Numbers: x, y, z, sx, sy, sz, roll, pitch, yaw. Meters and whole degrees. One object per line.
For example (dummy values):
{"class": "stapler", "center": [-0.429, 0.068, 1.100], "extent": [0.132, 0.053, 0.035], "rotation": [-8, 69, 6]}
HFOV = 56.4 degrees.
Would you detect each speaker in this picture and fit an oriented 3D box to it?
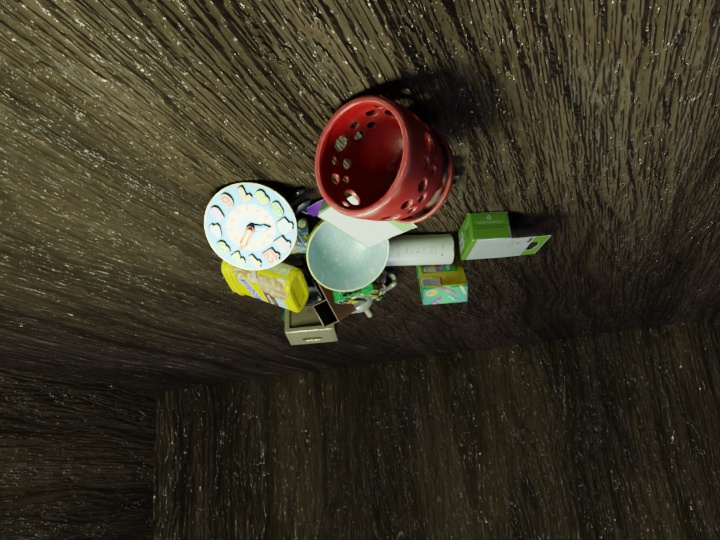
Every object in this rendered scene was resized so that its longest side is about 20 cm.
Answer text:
{"class": "speaker", "center": [0.140, -0.053, 1.753], "extent": [0.199, 0.082, 0.081], "rotation": [-2, 163, -9]}

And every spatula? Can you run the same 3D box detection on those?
{"class": "spatula", "center": [-0.154, -0.133, 1.530], "extent": [0.199, 0.021, 0.057], "rotation": [-9, 161, 16]}

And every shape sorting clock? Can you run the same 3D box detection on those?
{"class": "shape sorting clock", "center": [-0.233, -0.091, 1.423], "extent": [0.199, 0.039, 0.201], "rotation": [0, 119, 0]}

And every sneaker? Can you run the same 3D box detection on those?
{"class": "sneaker", "center": [0.028, 0.024, 1.990], "extent": [0.199, 0.082, 0.088], "rotation": [0, 163, -41]}

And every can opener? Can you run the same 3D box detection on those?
{"class": "can opener", "center": [-0.187, -0.114, 1.470], "extent": [0.200, 0.063, 0.079], "rotation": [-41, 177, 29]}

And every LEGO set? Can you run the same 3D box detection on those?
{"class": "LEGO set", "center": [0.000, 0.000, 1.723], "extent": [0.153, 0.201, 0.116], "rotation": [-31, 159, 29]}

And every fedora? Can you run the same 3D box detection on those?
{"class": "fedora", "center": [-0.145, 0.040, 1.961], "extent": [0.199, 0.092, 0.201], "rotation": [-6, 165, -2]}

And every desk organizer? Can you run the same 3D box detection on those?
{"class": "desk organizer", "center": [-0.099, 0.043, 1.781], "extent": [0.072, 0.201, 0.077], "rotation": [-26, -177, 44]}

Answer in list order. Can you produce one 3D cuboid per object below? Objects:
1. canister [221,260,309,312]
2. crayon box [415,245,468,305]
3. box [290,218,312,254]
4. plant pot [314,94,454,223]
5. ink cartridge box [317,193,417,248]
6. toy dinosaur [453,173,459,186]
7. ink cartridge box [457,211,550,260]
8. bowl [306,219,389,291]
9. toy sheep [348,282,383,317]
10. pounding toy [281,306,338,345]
{"class": "canister", "center": [-0.243, 0.025, 1.738], "extent": [0.199, 0.087, 0.149], "rotation": [17, 151, 21]}
{"class": "crayon box", "center": [0.214, 0.010, 1.799], "extent": [0.118, 0.200, 0.059], "rotation": [-4, 122, 1]}
{"class": "box", "center": [-0.183, -0.078, 1.637], "extent": [0.136, 0.038, 0.200], "rotation": [-5, 169, 2]}
{"class": "plant pot", "center": [0.052, -0.181, 1.150], "extent": [0.200, 0.202, 0.182], "rotation": [-18, 166, 38]}
{"class": "ink cartridge box", "center": [0.017, -0.121, 1.422], "extent": [0.145, 0.048, 0.200], "rotation": [32, 152, -21]}
{"class": "toy dinosaur", "center": [0.142, -0.158, 1.418], "extent": [0.135, 0.102, 0.201], "rotation": [-18, 143, -11]}
{"class": "ink cartridge box", "center": [0.360, -0.089, 1.703], "extent": [0.199, 0.076, 0.148], "rotation": [-4, 162, -5]}
{"class": "bowl", "center": [-0.039, -0.062, 1.598], "extent": [0.199, 0.201, 0.108], "rotation": [0, -155, -14]}
{"class": "toy sheep", "center": [-0.016, 0.051, 1.863], "extent": [0.137, 0.201, 0.138], "rotation": [-29, -162, 10]}
{"class": "pounding toy", "center": [-0.176, 0.141, 2.170], "extent": [0.199, 0.185, 0.142], "rotation": [-6, 151, 4]}
